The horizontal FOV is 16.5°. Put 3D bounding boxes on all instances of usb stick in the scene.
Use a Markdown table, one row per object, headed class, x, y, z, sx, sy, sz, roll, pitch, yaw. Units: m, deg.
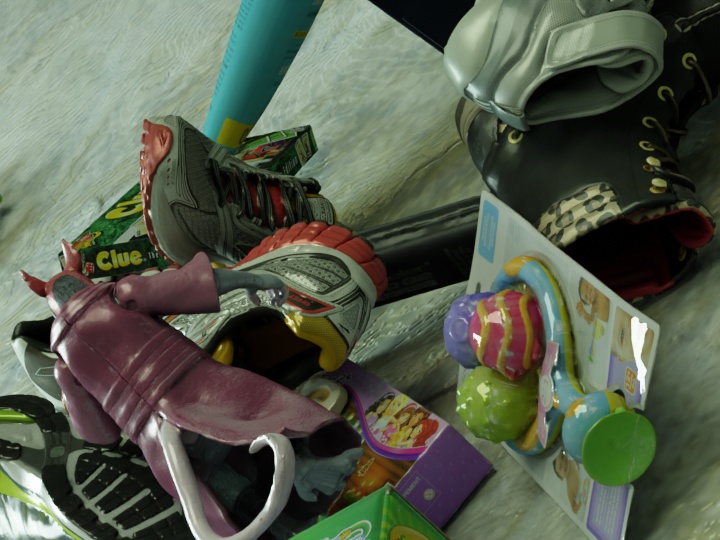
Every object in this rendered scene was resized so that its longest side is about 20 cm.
| class | x | y | z | sx | sy | sz | roll | pitch | yaw |
| --- | --- | --- | --- | --- | --- | --- | --- | --- | --- |
| usb stick | 0.000 | 0.000 | 1.346 | 0.199 | 0.055 | 0.033 | -16 | 52 | 21 |

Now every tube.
| class | x | y | z | sx | sy | sz | roll | pitch | yaw |
| --- | --- | --- | --- | --- | --- | --- | --- | --- | --- |
| tube | -0.059 | -0.127 | 1.436 | 0.201 | 0.050 | 0.077 | -66 | -6 | 18 |

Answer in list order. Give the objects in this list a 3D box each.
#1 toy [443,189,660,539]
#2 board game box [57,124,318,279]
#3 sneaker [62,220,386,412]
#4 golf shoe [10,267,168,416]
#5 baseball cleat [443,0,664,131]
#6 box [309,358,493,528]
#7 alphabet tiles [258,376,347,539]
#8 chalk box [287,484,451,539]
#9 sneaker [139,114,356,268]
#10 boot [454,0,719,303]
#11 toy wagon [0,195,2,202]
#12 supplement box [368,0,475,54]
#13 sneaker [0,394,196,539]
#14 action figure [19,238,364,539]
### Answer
| class | x | y | z | sx | sy | sz | roll | pitch | yaw |
| --- | --- | --- | --- | --- | --- | --- | --- | --- | --- |
| toy | 0.074 | 0.046 | 1.164 | 0.200 | 0.047 | 0.116 | -140 | 53 | -60 |
| board game box | -0.103 | -0.043 | 1.534 | 0.104 | 0.024 | 0.200 | -12 | 17 | 20 |
| sneaker | -0.082 | 0.040 | 1.303 | 0.199 | 0.078 | 0.082 | -24 | 30 | 31 |
| golf shoe | -0.127 | 0.016 | 1.521 | 0.200 | 0.094 | 0.078 | -40 | 26 | 11 |
| baseball cleat | 0.135 | -0.146 | 1.244 | 0.200 | 0.070 | 0.106 | -48 | 52 | -6 |
| box | -0.028 | 0.115 | 1.293 | 0.137 | 0.039 | 0.200 | -49 | 26 | -6 |
| alphabet tiles | -0.092 | 0.127 | 1.312 | 0.196 | 0.015 | 0.200 | -52 | 26 | -10 |
| chalk box | 0.002 | 0.187 | 1.054 | 0.124 | 0.124 | 0.200 | -31 | 31 | 29 |
| sneaker | -0.059 | -0.036 | 1.385 | 0.082 | 0.200 | 0.078 | -14 | 63 | 24 |
| boot | 0.151 | -0.068 | 1.246 | 0.199 | 0.073 | 0.151 | -22 | 42 | 9 |
| toy wagon | -0.361 | -0.004 | 1.960 | 0.155 | 0.040 | 0.200 | -56 | 27 | -18 |
| supplement box | 0.090 | -0.252 | 1.494 | 0.200 | 0.134 | 0.200 | -48 | 24 | 21 |
| sneaker | -0.145 | 0.129 | 1.301 | 0.074 | 0.081 | 0.200 | -27 | 33 | -31 |
| action figure | -0.098 | 0.064 | 1.184 | 0.134 | 0.200 | 0.149 | -55 | -15 | 20 |
